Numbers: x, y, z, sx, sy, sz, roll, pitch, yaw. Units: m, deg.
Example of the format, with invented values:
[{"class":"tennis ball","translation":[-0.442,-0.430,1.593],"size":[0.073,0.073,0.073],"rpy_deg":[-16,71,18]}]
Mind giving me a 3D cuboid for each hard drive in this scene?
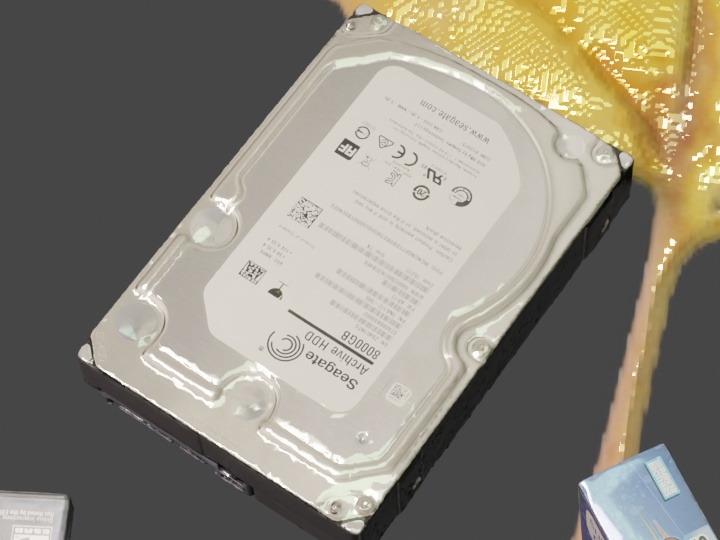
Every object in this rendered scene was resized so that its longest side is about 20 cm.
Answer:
[{"class":"hard drive","translation":[0.000,0.000,1.040],"size":[0.139,0.038,0.200],"rpy_deg":[32,69,17]}]

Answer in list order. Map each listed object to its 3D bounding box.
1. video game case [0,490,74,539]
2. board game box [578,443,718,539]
[{"class":"video game case","translation":[-0.189,0.175,0.967],"size":[0.142,0.019,0.201],"rpy_deg":[3,62,3]},{"class":"board game box","translation":[0.135,0.173,0.889],"size":[0.034,0.135,0.200],"rpy_deg":[-25,65,-6]}]
